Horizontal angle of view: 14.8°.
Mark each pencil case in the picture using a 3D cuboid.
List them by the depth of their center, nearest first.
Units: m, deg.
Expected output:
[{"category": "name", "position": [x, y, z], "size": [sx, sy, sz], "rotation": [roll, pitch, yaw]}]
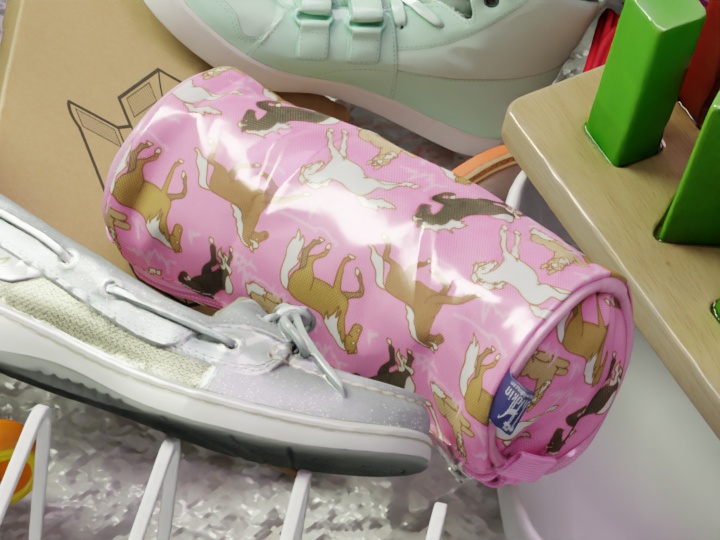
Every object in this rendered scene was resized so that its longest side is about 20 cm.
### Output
[{"category": "pencil case", "position": [0.000, 0.000, 1.002], "size": [0.200, 0.083, 0.087], "rotation": [30, 50, 29]}]

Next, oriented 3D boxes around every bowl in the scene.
[{"category": "bowl", "position": [0.142, 0.057, 1.059], "size": [0.200, 0.075, 0.200], "rotation": [7, 53, -7]}]

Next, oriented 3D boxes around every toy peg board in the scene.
[{"category": "toy peg board", "position": [0.193, -0.041, 1.034], "size": [0.199, 0.098, 0.200], "rotation": [-22, 62, -24]}]

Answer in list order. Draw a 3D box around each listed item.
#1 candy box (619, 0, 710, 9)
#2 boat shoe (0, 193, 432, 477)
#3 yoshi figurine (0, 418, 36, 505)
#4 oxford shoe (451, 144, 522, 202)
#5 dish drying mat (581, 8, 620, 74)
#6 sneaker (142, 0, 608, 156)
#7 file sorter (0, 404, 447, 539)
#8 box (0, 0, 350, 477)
[{"category": "candy box", "position": [0.146, -0.148, 1.215], "size": [0.136, 0.200, 0.061], "rotation": [36, 89, 24]}, {"category": "boat shoe", "position": [-0.068, 0.020, 0.943], "size": [0.202, 0.074, 0.065], "rotation": [18, 82, 12]}, {"category": "yoshi figurine", "position": [-0.181, -0.001, 1.054], "size": [0.112, 0.113, 0.200], "rotation": [-7, 43, -29]}, {"category": "oxford shoe", "position": [0.083, -0.009, 1.140], "size": [0.200, 0.071, 0.073], "rotation": [-21, 57, -30]}, {"category": "dish drying mat", "position": [0.180, -0.038, 1.172], "size": [0.200, 0.018, 0.077], "rotation": [32, 42, -10]}, {"category": "sneaker", "position": [0.009, -0.128, 1.162], "size": [0.200, 0.118, 0.074], "rotation": [17, 41, -30]}, {"category": "file sorter", "position": [-0.079, 0.132, 0.914], "size": [0.200, 0.125, 0.139], "rotation": [14, 43, 2]}, {"category": "box", "position": [-0.077, -0.029, 1.103], "size": [0.163, 0.021, 0.200], "rotation": [29, 40, -23]}]
